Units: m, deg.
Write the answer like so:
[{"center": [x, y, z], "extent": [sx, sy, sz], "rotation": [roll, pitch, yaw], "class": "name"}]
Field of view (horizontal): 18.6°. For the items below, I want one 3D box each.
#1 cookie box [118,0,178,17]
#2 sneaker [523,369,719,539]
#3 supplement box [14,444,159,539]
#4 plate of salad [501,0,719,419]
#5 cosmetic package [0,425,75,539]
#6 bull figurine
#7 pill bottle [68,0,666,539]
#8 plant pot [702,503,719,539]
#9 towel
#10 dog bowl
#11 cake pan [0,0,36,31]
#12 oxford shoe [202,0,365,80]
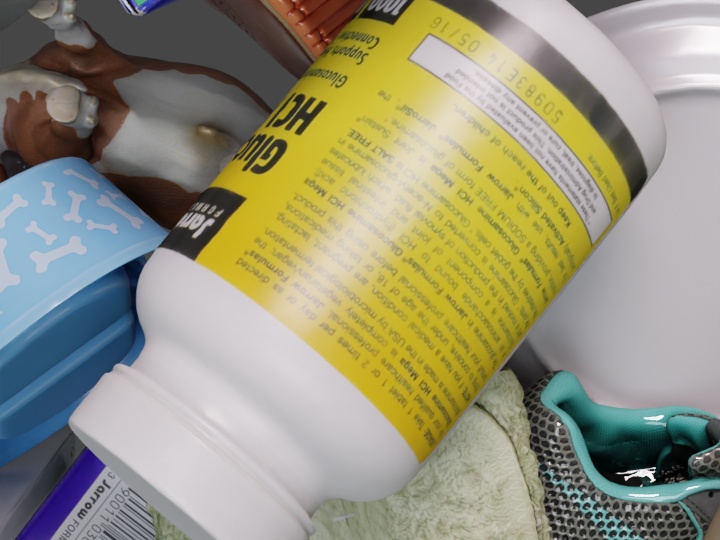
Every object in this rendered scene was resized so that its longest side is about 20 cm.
[{"center": [0.010, -0.170, 0.670], "extent": [0.200, 0.171, 0.075], "rotation": [-35, 95, 17], "class": "cookie box"}, {"center": [0.128, 0.097, 0.819], "extent": [0.199, 0.078, 0.091], "rotation": [17, 128, -14], "class": "sneaker"}, {"center": [-0.019, 0.119, 0.861], "extent": [0.200, 0.103, 0.101], "rotation": [39, 108, -1], "class": "supplement box"}, {"center": [0.126, -0.011, 0.823], "extent": [0.199, 0.048, 0.201], "rotation": [3, 116, 6], "class": "plate of salad"}, {"center": [-0.229, 0.097, 0.866], "extent": [0.199, 0.151, 0.052], "rotation": [8, 107, 8], "class": "cosmetic package"}, {"center": [-0.082, -0.052, 0.826], "extent": [0.199, 0.121, 0.066], "rotation": [14, 78, -2], "class": "bull figurine"}, {"center": [0.000, 0.000, 0.719], "extent": [0.112, 0.112, 0.200], "rotation": [40, 78, -3], "class": "pill bottle"}, {"center": [0.191, 0.107, 0.736], "extent": [0.186, 0.187, 0.201], "rotation": [13, 71, 6], "class": "plant pot"}, {"center": [0.009, 0.139, 0.791], "extent": [0.147, 0.036, 0.201], "rotation": [-12, 102, 12], "class": "towel"}, {"center": [-0.121, 0.018, 0.794], "extent": [0.111, 0.200, 0.050], "rotation": [-37, 82, -11], "class": "dog bowl"}, {"center": [-0.152, -0.168, 0.782], "extent": [0.200, 0.037, 0.202], "rotation": [-4, 85, 46], "class": "cake pan"}, {"center": [-0.069, -0.137, 0.824], "extent": [0.200, 0.071, 0.073], "rotation": [49, 127, -1], "class": "oxford shoe"}]
